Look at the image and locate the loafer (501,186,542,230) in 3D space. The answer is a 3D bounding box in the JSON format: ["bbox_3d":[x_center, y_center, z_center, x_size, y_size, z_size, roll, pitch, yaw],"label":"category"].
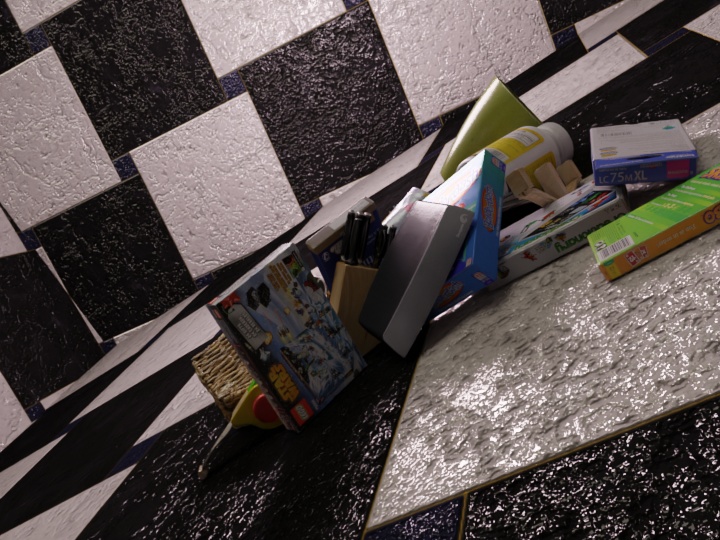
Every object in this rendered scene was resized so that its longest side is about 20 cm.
[{"bbox_3d":[0.194,-0.061,1.027,0.198,0.073,0.063,-33,15,-3],"label":"loafer"}]

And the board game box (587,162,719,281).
[{"bbox_3d":[0.336,-0.062,0.721,0.198,0.030,0.096,-34,12,21],"label":"board game box"}]

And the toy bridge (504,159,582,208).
[{"bbox_3d":[0.278,-0.121,0.998,0.027,0.068,0.198,-38,-14,38],"label":"toy bridge"}]

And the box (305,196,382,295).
[{"bbox_3d":[0.000,0.000,1.089,0.120,0.202,0.032,-38,42,-17],"label":"box"}]

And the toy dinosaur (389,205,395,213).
[{"bbox_3d":[0.053,-0.027,1.260,0.197,0.105,0.184,-11,43,40],"label":"toy dinosaur"}]

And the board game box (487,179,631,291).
[{"bbox_3d":[0.253,-0.054,0.906,0.198,0.035,0.127,-30,13,27],"label":"board game box"}]

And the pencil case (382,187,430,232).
[{"bbox_3d":[0.065,-0.048,1.205,0.201,0.090,0.083,-50,6,-15],"label":"pencil case"}]

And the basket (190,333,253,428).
[{"bbox_3d":[-0.137,0.161,1.093,0.199,0.151,0.142,-38,45,-19],"label":"basket"}]

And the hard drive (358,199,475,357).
[{"bbox_3d":[0.067,0.002,0.911,0.203,0.042,0.135,-64,22,-1],"label":"hard drive"}]

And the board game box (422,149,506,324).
[{"bbox_3d":[0.128,-0.046,0.948,0.152,0.044,0.203,-39,30,46],"label":"board game box"}]

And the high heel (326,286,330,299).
[{"bbox_3d":[-0.053,0.034,1.401,0.145,0.070,0.200,-64,8,-22],"label":"high heel"}]

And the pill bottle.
[{"bbox_3d":[0.258,-0.168,1.137,0.198,0.113,0.111,-31,9,-27],"label":"pill bottle"}]

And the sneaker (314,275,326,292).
[{"bbox_3d":[-0.146,0.073,1.493,0.197,0.075,0.080,-26,-1,18],"label":"sneaker"}]

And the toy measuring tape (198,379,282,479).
[{"bbox_3d":[-0.148,0.215,0.961,0.202,0.073,0.074,-57,11,3],"label":"toy measuring tape"}]

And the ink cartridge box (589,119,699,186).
[{"bbox_3d":[0.356,-0.148,0.881,0.116,0.043,0.200,-3,21,19],"label":"ink cartridge box"}]

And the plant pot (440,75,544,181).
[{"bbox_3d":[0.251,-0.226,1.316,0.200,0.187,0.188,-46,7,20],"label":"plant pot"}]

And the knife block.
[{"bbox_3d":[-0.014,0.023,1.003,0.198,0.177,0.064,-36,12,-8],"label":"knife block"}]

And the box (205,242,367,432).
[{"bbox_3d":[-0.092,0.087,0.906,0.136,0.203,0.040,-39,18,-29],"label":"box"}]
